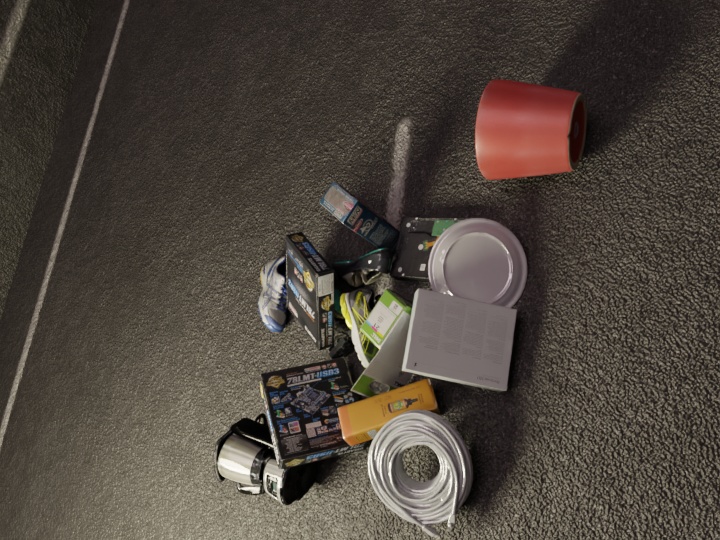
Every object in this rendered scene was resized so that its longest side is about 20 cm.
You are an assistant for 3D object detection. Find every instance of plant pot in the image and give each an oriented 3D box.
[{"bbox_3d":[0.340,-0.274,1.259,0.174,0.200,0.206,8,76,31],"label":"plant pot"}]

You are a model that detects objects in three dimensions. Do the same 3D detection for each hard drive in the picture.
[{"bbox_3d":[0.164,-0.043,1.393,0.196,0.038,0.143,3,73,41],"label":"hard drive"}]

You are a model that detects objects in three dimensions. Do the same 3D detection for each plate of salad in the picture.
[{"bbox_3d":[0.232,-0.002,1.281,0.194,0.048,0.206,-1,85,8],"label":"plate of salad"}]

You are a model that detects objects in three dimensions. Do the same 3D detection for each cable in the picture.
[{"bbox_3d":[0.112,0.360,1.187,0.196,0.069,0.205,24,98,17],"label":"cable"}]

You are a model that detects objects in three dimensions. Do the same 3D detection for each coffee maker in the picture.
[{"bbox_3d":[-0.193,0.401,1.412,0.195,0.137,0.193,10,44,26],"label":"coffee maker"}]

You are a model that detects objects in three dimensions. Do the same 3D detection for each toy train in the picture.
[{"bbox_3d":[0.003,0.128,1.445,0.201,0.045,0.034,-49,44,14],"label":"toy train"}]

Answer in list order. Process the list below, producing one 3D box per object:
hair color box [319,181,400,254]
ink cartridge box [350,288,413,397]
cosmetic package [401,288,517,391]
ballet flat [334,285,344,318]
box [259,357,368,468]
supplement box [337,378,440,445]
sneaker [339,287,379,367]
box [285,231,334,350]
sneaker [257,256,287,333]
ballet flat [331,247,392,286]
[{"bbox_3d":[0.008,-0.112,1.440,0.061,0.199,0.100,-53,49,5],"label":"hair color box"},{"bbox_3d":[0.059,0.160,1.314,0.202,0.147,0.076,-55,46,5],"label":"ink cartridge box"},{"bbox_3d":[0.187,0.132,1.211,0.194,0.052,0.155,12,75,-1],"label":"cosmetic package"},{"bbox_3d":[-0.082,0.059,1.538,0.071,0.070,0.202,-44,50,14],"label":"ballet flat"},{"bbox_3d":[-0.100,0.296,1.360,0.050,0.195,0.201,106,149,-48],"label":"box"},{"bbox_3d":[0.057,0.282,1.276,0.195,0.069,0.068,-20,57,7],"label":"supplement box"},{"bbox_3d":[0.024,0.131,1.373,0.083,0.074,0.204,-25,86,15],"label":"sneaker"},{"bbox_3d":[-0.119,0.045,1.487,0.200,0.049,0.203,47,141,50],"label":"box"},{"bbox_3d":[-0.208,0.055,1.625,0.087,0.075,0.205,-28,57,31],"label":"sneaker"},{"bbox_3d":[0.000,0.000,1.481,0.197,0.072,0.075,-14,62,47],"label":"ballet flat"}]
